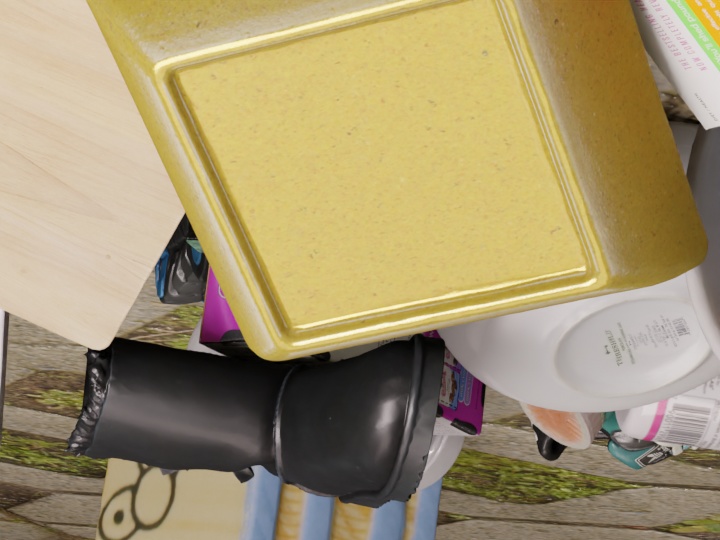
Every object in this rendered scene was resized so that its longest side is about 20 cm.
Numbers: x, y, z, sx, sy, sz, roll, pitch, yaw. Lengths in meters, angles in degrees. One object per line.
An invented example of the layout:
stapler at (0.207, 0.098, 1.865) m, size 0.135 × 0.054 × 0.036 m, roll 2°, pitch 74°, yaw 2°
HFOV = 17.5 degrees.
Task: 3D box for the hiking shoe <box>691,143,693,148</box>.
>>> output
hiking shoe at (0.254, -0.026, 1.130) m, size 0.199 × 0.076 × 0.100 m, roll 13°, pitch 161°, yaw -39°

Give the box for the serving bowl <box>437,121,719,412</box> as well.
serving bowl at (0.134, 0.014, 1.198) m, size 0.199 × 0.066 × 0.200 m, roll -7°, pitch 142°, yaw -5°

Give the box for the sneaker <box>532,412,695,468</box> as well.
sneaker at (0.208, 0.094, 1.550) m, size 0.199 × 0.080 × 0.071 m, roll -2°, pitch 160°, yaw 28°

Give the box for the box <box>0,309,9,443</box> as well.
box at (-0.280, 0.021, 1.192) m, size 0.199 × 0.041 × 0.156 m, roll 6°, pitch 123°, yaw -4°

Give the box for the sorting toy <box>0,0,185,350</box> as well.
sorting toy at (-0.157, -0.085, 0.978) m, size 0.199 × 0.070 × 0.199 m, roll 25°, pitch 136°, yaw -9°

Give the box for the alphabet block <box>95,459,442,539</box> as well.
alphabet block at (-0.072, 0.184, 1.850) m, size 0.196 × 0.196 × 0.200 m, roll 22°, pitch 160°, yaw -38°

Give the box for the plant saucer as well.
plant saucer at (0.012, -0.048, 0.885) m, size 0.199 × 0.049 × 0.200 m, roll -12°, pitch 123°, yaw 17°

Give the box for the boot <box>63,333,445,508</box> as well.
boot at (-0.053, 0.064, 1.115) m, size 0.162 × 0.074 × 0.198 m, roll 13°, pitch 164°, yaw -7°

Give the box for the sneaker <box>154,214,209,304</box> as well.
sneaker at (-0.064, -0.023, 1.343) m, size 0.082 × 0.074 × 0.200 m, roll -1°, pitch 175°, yaw -16°

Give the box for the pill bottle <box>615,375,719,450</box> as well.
pill bottle at (0.254, 0.054, 1.352) m, size 0.199 × 0.114 × 0.113 m, roll 8°, pitch 165°, yaw -3°

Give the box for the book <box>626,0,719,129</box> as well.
book at (0.170, -0.123, 0.816) m, size 0.200 × 0.048 × 0.134 m, roll -8°, pitch 137°, yaw 47°

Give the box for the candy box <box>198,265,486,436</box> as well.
candy box at (0.000, 0.000, 1.238) m, size 0.061 × 0.137 × 0.200 m, roll -3°, pitch 161°, yaw 31°

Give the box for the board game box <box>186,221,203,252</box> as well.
board game box at (0.023, -0.054, 1.089) m, size 0.199 × 0.105 × 0.023 m, roll 4°, pitch 161°, yaw 15°

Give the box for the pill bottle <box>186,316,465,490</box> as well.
pill bottle at (-0.019, 0.087, 1.606) m, size 0.116 × 0.116 × 0.200 m, roll -4°, pitch 161°, yaw 37°

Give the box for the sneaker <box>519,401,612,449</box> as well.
sneaker at (0.129, 0.025, 1.422) m, size 0.071 × 0.080 × 0.200 m, roll 26°, pitch 154°, yaw 24°

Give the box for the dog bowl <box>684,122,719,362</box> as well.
dog bowl at (0.222, -0.030, 0.893) m, size 0.079 × 0.201 × 0.200 m, roll 18°, pitch 162°, yaw -38°
